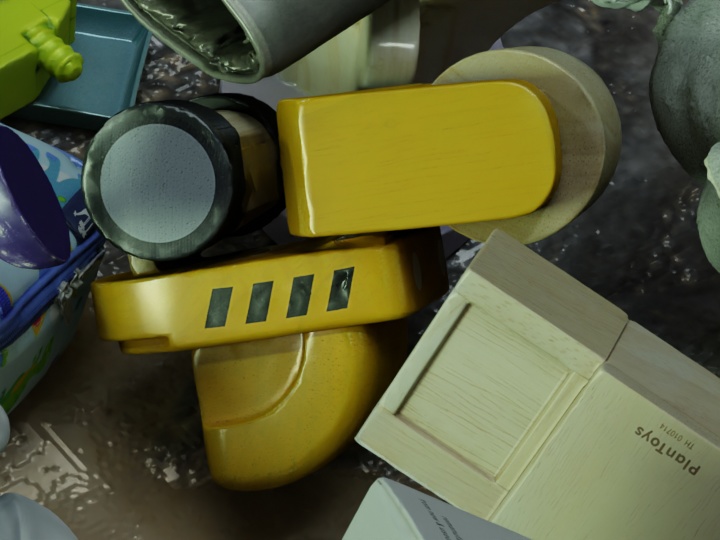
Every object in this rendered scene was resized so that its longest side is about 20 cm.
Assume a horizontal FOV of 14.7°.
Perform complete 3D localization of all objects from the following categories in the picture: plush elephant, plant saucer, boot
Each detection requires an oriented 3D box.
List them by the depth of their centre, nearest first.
[{"bbox_3d":[0.186,-0.062,1.018,0.200,0.165,0.155,28,1,-32],"label":"plush elephant"},{"bbox_3d":[0.027,-0.127,1.069,0.182,0.073,0.200,26,39,33],"label":"boot"},{"bbox_3d":[-0.192,-0.099,1.206,0.200,0.019,0.070,9,46,0],"label":"plant saucer"}]

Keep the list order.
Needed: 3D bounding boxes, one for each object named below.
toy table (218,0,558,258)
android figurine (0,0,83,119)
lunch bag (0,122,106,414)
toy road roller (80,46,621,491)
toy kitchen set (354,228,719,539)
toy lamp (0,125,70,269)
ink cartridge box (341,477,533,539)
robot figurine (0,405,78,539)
[{"bbox_3d":[0.010,-0.108,1.180,0.184,0.117,0.200,-3,46,-12],"label":"toy table"},{"bbox_3d":[-0.203,-0.124,1.190,0.182,0.041,0.200,-30,56,-32],"label":"android figurine"},{"bbox_3d":[-0.203,-0.016,1.047,0.200,0.082,0.161,28,30,7],"label":"lunch bag"},{"bbox_3d":[0.000,0.000,1.033,0.200,0.146,0.123,-8,4,11],"label":"toy road roller"},{"bbox_3d":[0.103,0.084,1.019,0.200,0.163,0.180,34,28,2],"label":"toy kitchen set"},{"bbox_3d":[-0.196,0.018,0.942,0.200,0.058,0.058,-26,48,11],"label":"toy lamp"},{"bbox_3d":[0.066,0.172,0.851,0.200,0.145,0.083,24,10,-19],"label":"ink cartridge box"},{"bbox_3d":[-0.169,0.117,0.922,0.200,0.170,0.113,17,0,-18],"label":"robot figurine"}]
